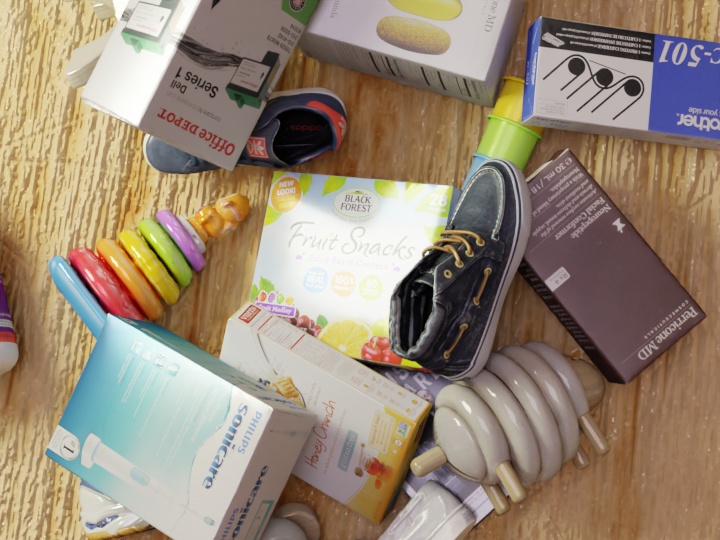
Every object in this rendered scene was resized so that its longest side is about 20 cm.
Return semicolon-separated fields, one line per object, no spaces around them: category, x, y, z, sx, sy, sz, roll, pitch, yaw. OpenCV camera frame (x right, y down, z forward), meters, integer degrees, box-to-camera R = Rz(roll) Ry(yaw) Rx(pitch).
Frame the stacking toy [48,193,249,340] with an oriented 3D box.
stacking toy;-0.191;-0.015;1.485;0.200;0.116;0.110;-37;77;-9

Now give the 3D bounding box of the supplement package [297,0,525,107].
supplement package;0.046;-0.243;1.462;0.200;0.110;0.114;16;86;11

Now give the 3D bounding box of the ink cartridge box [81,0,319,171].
ink cartridge box;-0.138;-0.206;1.372;0.084;0.146;0.200;28;93;34

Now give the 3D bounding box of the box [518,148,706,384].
box;0.209;-0.002;1.401;0.100;0.075;0.200;-40;92;-4

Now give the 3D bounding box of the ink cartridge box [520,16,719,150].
ink cartridge box;0.253;-0.172;1.422;0.200;0.044;0.094;6;83;-10

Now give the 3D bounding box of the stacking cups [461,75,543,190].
stacking cups;0.123;-0.082;1.453;0.060;0.061;0.200;23;86;11

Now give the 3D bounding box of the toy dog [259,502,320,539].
toy dog;-0.120;0.290;1.419;0.096;0.132;0.200;40;81;-17

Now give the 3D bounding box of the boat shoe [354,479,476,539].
boat shoe;0.016;0.274;1.411;0.069;0.072;0.200;47;106;16

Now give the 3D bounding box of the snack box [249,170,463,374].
snack box;0.000;0.000;1.429;0.200;0.068;0.169;8;84;31

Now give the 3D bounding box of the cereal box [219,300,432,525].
cereal box;-0.043;0.132;1.417;0.200;0.040;0.144;28;132;14

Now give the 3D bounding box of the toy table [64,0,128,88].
toy table;-0.212;-0.242;1.481;0.117;0.184;0.200;-17;113;16

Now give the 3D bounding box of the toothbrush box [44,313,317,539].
toothbrush box;-0.162;0.148;1.376;0.200;0.085;0.147;26;93;28

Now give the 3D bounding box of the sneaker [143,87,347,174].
sneaker;-0.110;-0.126;1.464;0.200;0.085;0.075;-14;118;0

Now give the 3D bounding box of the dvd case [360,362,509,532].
dvd case;0.076;0.135;1.451;0.150;0.025;0.200;-43;79;1

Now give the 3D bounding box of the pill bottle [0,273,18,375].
pill bottle;-0.408;0.010;1.501;0.112;0.112;0.200;-16;80;7

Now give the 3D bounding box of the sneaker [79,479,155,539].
sneaker;-0.176;0.197;1.458;0.200;0.075;0.088;-13;80;7

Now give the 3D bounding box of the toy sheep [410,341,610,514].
toy sheep;0.134;0.135;1.363;0.200;0.138;0.138;-25;78;-24

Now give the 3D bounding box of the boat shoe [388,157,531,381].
boat shoe;0.085;-0.009;1.315;0.071;0.091;0.201;6;80;41
